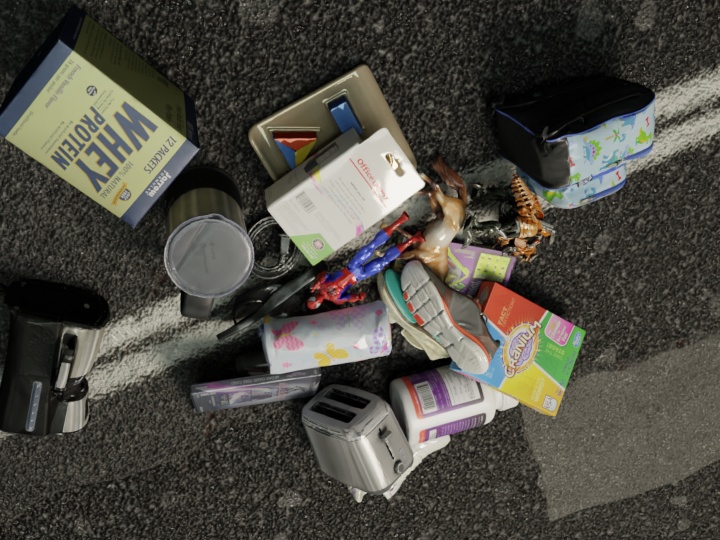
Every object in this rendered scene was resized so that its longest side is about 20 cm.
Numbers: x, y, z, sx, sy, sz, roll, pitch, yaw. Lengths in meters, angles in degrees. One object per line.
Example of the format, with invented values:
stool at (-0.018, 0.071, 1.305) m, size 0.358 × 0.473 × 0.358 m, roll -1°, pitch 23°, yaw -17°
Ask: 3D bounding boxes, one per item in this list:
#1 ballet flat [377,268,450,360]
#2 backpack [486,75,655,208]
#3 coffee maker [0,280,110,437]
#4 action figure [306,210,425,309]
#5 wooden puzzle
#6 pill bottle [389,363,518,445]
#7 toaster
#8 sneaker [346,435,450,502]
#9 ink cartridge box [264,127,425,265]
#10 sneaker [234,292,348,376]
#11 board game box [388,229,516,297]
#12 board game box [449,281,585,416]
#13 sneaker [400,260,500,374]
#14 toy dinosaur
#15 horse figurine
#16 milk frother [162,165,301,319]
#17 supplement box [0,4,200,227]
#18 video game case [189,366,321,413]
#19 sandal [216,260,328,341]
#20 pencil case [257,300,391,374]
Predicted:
ballet flat at (0.076, 0.078, 1.370) m, size 0.062 × 0.068 × 0.200 m, roll -25°, pitch 120°, yaw 35°
backpack at (0.315, -0.192, 1.252) m, size 0.199 × 0.183 × 0.148 m, roll -22°, pitch 123°, yaw -12°
coffee maker at (-0.476, 0.125, 1.270) m, size 0.191 × 0.135 × 0.201 m, roll 21°, pitch 111°, yaw 3°
action figure at (0.000, 0.000, 1.258) m, size 0.199 × 0.099 × 0.065 m, roll -37°, pitch 101°, yaw 10°
wooden puzzle at (-0.035, -0.170, 1.256) m, size 0.199 × 0.046 × 0.186 m, roll -30°, pitch 118°, yaw 3°
pill bottle at (0.157, 0.212, 1.450) m, size 0.198 × 0.112 × 0.112 m, roll -13°, pitch 118°, yaw -12°
toaster at (-0.014, 0.269, 1.419) m, size 0.113 × 0.199 × 0.130 m, roll -37°, pitch 120°, yaw -32°
sneaker at (0.066, 0.336, 1.497) m, size 0.199 × 0.100 × 0.075 m, roll -22°, pitch 150°, yaw 4°
ink cartridge box at (-0.022, -0.116, 1.226) m, size 0.199 × 0.067 × 0.117 m, roll -33°, pitch 118°, yaw 10°
sneaker at (-0.104, 0.095, 1.368) m, size 0.198 × 0.076 × 0.117 m, roll -9°, pitch 107°, yaw -13°
board game box at (0.142, 0.007, 1.395) m, size 0.198 × 0.032 × 0.121 m, roll 10°, pitch 109°, yaw -16°
board game box at (0.256, 0.128, 1.405) m, size 0.199 × 0.040 × 0.154 m, roll 26°, pitch 80°, yaw -23°
sneaker at (0.139, 0.060, 1.321) m, size 0.082 × 0.077 × 0.201 m, roll -40°, pitch 98°, yaw -35°
toy dinosaur at (0.227, -0.083, 1.299) m, size 0.135 × 0.102 × 0.201 m, roll 11°, pitch 132°, yaw 13°
horse figurine at (0.105, -0.069, 1.315) m, size 0.132 × 0.050 × 0.201 m, roll 24°, pitch 100°, yaw -13°
milk frother at (-0.170, -0.036, 1.211) m, size 0.198 × 0.188 × 0.182 m, roll -8°, pitch 118°, yaw -9°
supplement box at (-0.322, -0.196, 1.088) m, size 0.199 × 0.200 × 0.134 m, roll 37°, pitch 104°, yaw -27°
video game case at (-0.164, 0.189, 1.370) m, size 0.198 × 0.019 × 0.143 m, roll -6°, pitch 160°, yaw -9°
sandal at (-0.142, 0.037, 1.330) m, size 0.200 × 0.075 × 0.048 m, roll -36°, pitch 91°, yaw -3°
pencil case at (-0.051, 0.098, 1.299) m, size 0.198 × 0.091 × 0.084 m, roll -7°, pitch 129°, yaw -5°
